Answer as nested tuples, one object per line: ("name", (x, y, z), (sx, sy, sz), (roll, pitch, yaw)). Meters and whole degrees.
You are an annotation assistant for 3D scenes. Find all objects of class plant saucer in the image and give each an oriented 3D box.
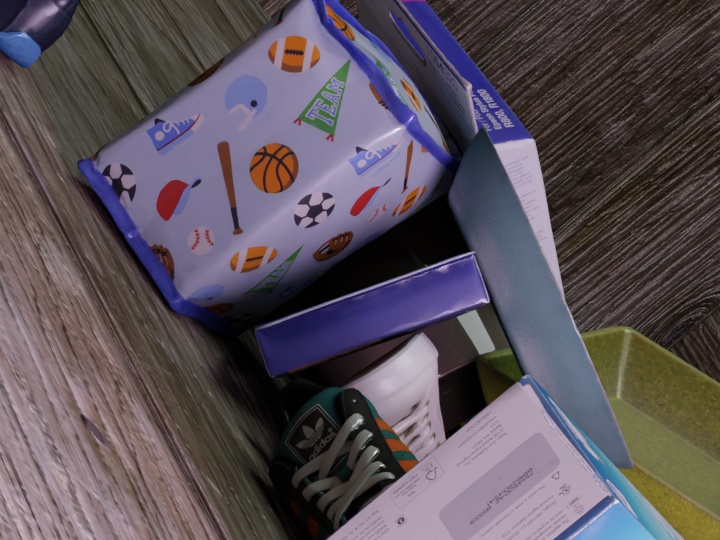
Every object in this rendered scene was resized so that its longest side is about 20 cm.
("plant saucer", (0.091, 0.021, 1.593), (0.200, 0.036, 0.201), (-24, 90, -88))
("plant saucer", (0.180, 0.110, 1.732), (0.199, 0.048, 0.199), (33, 20, 25))

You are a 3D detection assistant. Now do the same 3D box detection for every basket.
("basket", (0.000, 0.000, 1.782), (0.201, 0.135, 0.181), (59, -29, 18))

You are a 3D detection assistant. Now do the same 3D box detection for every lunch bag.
("lunch bag", (-0.039, -0.052, 1.620), (0.124, 0.170, 0.200), (57, 8, 18))

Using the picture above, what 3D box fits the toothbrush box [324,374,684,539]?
("toothbrush box", (0.076, 0.159, 1.231), (0.200, 0.146, 0.085), (47, 6, -45))

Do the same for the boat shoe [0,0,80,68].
("boat shoe", (-0.208, -0.193, 1.696), (0.200, 0.069, 0.084), (54, 6, 33))

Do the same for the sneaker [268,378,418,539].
("sneaker", (-0.004, 0.104, 1.386), (0.080, 0.071, 0.200), (48, -2, -16))

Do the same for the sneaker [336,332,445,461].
("sneaker", (0.024, 0.089, 1.560), (0.085, 0.073, 0.200), (56, -6, 9))

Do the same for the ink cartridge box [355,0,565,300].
("ink cartridge box", (0.056, -0.090, 1.773), (0.197, 0.043, 0.201), (-124, -164, -46))

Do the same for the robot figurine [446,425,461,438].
("robot figurine", (0.088, 0.147, 1.909), (0.145, 0.058, 0.200), (46, 6, -40))

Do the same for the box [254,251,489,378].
("box", (0.004, 0.024, 1.571), (0.200, 0.120, 0.033), (113, -42, -88))

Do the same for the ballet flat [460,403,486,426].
("ballet flat", (0.116, 0.116, 1.809), (0.067, 0.067, 0.200), (9, 41, -55))
